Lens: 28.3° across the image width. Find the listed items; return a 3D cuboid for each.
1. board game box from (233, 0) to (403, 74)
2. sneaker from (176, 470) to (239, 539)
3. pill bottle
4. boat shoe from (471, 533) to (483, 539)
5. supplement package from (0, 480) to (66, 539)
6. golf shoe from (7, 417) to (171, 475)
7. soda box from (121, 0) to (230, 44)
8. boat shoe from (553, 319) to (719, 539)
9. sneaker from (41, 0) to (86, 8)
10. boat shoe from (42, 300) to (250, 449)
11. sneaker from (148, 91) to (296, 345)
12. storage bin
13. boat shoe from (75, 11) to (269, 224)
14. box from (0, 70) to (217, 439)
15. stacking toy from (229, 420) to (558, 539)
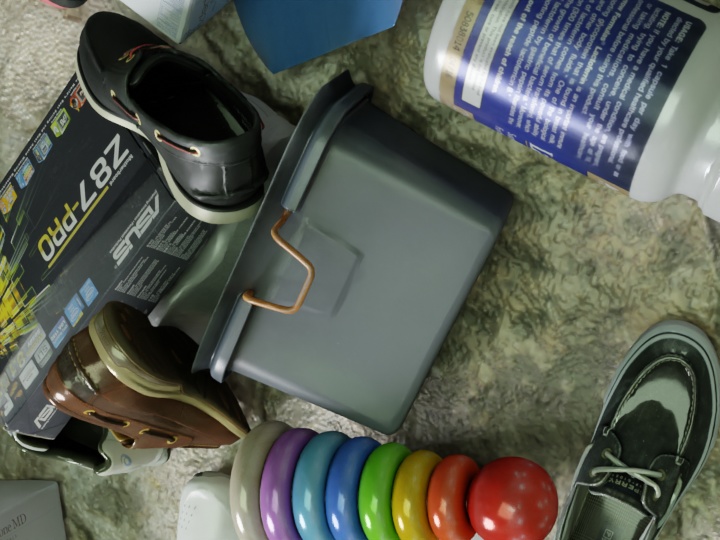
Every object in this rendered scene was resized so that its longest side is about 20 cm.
[{"bbox_3d":[-0.017,-0.212,0.869,0.200,0.039,0.159,-10,89,54],"label":"board game box"},{"bbox_3d":[-0.097,0.239,0.987,0.074,0.087,0.201,-2,99,23],"label":"sneaker"},{"bbox_3d":[0.146,-0.109,0.807,0.199,0.116,0.116,28,109,14],"label":"pill bottle"},{"bbox_3d":[0.025,0.181,0.938,0.199,0.072,0.066,-12,107,20],"label":"boat shoe"},{"bbox_3d":[-0.282,0.266,1.049,0.109,0.114,0.201,-3,100,23],"label":"supplement package"},{"bbox_3d":[-0.226,0.085,1.002,0.199,0.097,0.079,19,109,19],"label":"golf shoe"},{"bbox_3d":[-0.164,-0.235,0.894,0.200,0.068,0.064,38,145,6],"label":"soda box"},{"bbox_3d":[0.167,0.130,0.870,0.072,0.071,0.201,20,106,17],"label":"boat shoe"},{"bbox_3d":[-0.255,-0.243,0.972,0.200,0.074,0.087,50,129,8],"label":"sneaker"},{"bbox_3d":[-0.133,0.078,0.912,0.067,0.200,0.072,-35,64,6],"label":"boat shoe"},{"bbox_3d":[-0.113,-0.029,0.958,0.088,0.075,0.201,39,108,25],"label":"sneaker"},{"bbox_3d":[0.000,0.000,0.882,0.134,0.146,0.201,26,109,4],"label":"storage bin"},{"bbox_3d":[-0.118,-0.111,0.883,0.201,0.073,0.063,48,147,39],"label":"boat shoe"},{"bbox_3d":[-0.191,-0.015,0.947,0.200,0.049,0.161,-50,51,17],"label":"box"},{"bbox_3d":[0.024,0.138,0.867,0.199,0.085,0.086,0,101,25],"label":"stacking toy"}]
